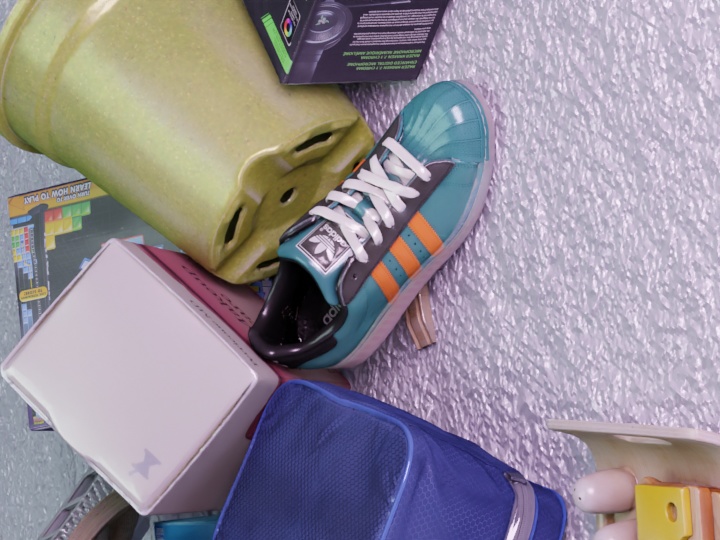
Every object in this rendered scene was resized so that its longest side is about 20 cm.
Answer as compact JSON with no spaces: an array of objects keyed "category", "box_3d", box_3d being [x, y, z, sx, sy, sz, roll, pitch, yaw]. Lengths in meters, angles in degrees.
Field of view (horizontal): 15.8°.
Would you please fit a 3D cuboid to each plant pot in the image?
[{"category":"plant pot","box_3d":[-0.096,-0.098,1.592,0.184,0.200,0.201,44,135,26]}]

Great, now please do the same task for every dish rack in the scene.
[{"category":"dish rack","box_3d":[-0.169,0.158,1.846,0.044,0.172,0.200,39,149,-7]}]

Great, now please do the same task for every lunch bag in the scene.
[{"category":"lunch bag","box_3d":[0.025,0.153,1.442,0.200,0.132,0.136,22,89,60]}]

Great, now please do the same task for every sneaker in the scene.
[{"category":"sneaker","box_3d":[0.005,-0.021,1.471,0.071,0.080,0.200,43,117,27]}]

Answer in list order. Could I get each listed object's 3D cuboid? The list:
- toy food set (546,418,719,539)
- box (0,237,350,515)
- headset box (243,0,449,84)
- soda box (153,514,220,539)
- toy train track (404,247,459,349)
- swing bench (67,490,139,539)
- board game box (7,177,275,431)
[{"category":"toy food set","box_3d":[0.141,0.175,1.296,0.143,0.060,0.201,-4,91,64]},{"category":"box","box_3d":[-0.107,0.066,1.567,0.128,0.200,0.109,43,97,14]},{"category":"headset box","box_3d":[-0.010,-0.228,1.502,0.174,0.093,0.200,65,148,36]},{"category":"soda box","box_3d":[-0.067,0.192,1.702,0.200,0.068,0.064,-10,85,63]},{"category":"toy train track","box_3d":[0.000,0.000,1.580,0.200,0.032,0.115,-30,67,62]},{"category":"swing bench","box_3d":[-0.134,0.268,1.660,0.200,0.130,0.199,45,156,12]},{"category":"board game box","box_3d":[-0.144,0.015,1.748,0.200,0.057,0.166,-12,80,36]}]
